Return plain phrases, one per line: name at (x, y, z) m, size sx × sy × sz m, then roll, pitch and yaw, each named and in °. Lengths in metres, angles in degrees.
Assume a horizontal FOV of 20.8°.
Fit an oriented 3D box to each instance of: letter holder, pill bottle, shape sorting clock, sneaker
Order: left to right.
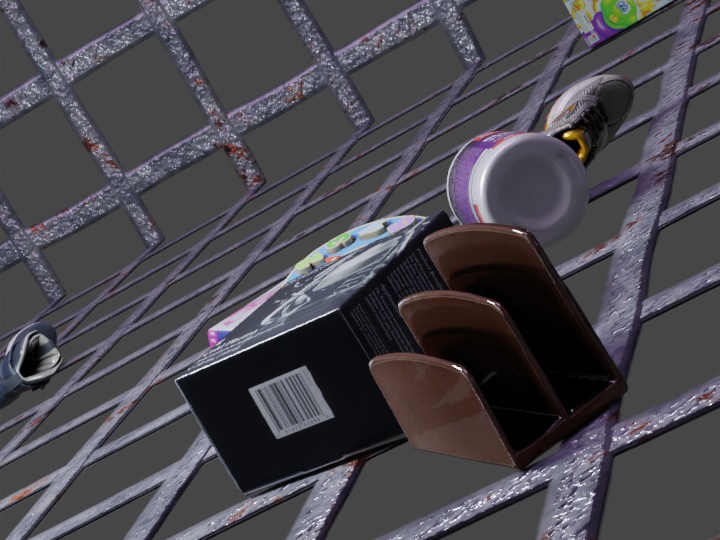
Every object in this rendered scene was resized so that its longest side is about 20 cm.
sneaker at (-0.485, 0.123, 2.954) m, size 0.146 × 0.077 × 0.203 m, roll -38°, pitch 13°, yaw 38°
shape sorting clock at (0.000, 0.000, 2.101) m, size 0.199 × 0.039 × 0.200 m, roll -24°, pitch 28°, yaw 14°
letter holder at (0.077, 0.050, 1.407) m, size 0.100 × 0.143 × 0.200 m, roll -34°, pitch 10°, yaw -17°
pill bottle at (0.148, -0.083, 1.955) m, size 0.111 × 0.112 × 0.200 m, roll -32°, pitch 10°, yaw -7°
sneaker at (0.236, -0.140, 2.127) m, size 0.200 × 0.078 × 0.082 m, roll -46°, pitch 19°, yaw -24°

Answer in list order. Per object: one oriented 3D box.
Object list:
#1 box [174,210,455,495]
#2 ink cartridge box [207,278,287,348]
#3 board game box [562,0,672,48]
box at (-0.013, 0.069, 1.664) m, size 0.199 × 0.124 × 0.197 m, roll -24°, pitch 10°, yaw 37°
ink cartridge box at (-0.103, 0.059, 2.239) m, size 0.200 × 0.043 × 0.196 m, roll -33°, pitch 10°, yaw -19°
board game box at (0.406, -0.432, 2.962) m, size 0.199 × 0.103 × 0.105 m, roll -30°, pitch 9°, yaw 9°
